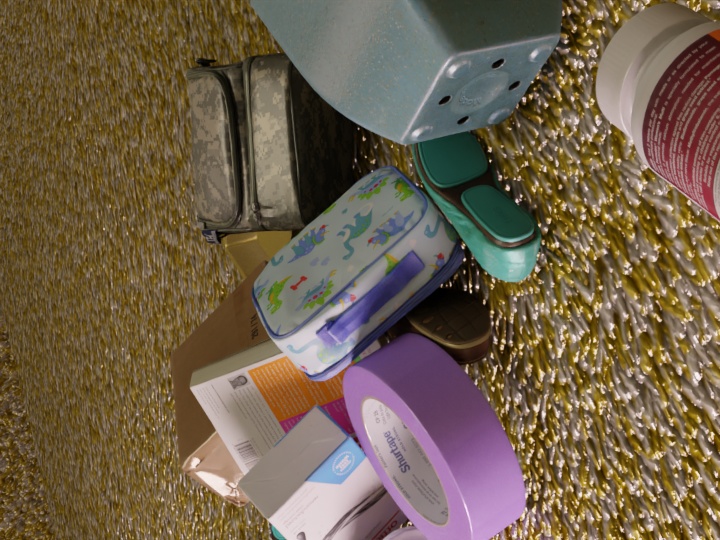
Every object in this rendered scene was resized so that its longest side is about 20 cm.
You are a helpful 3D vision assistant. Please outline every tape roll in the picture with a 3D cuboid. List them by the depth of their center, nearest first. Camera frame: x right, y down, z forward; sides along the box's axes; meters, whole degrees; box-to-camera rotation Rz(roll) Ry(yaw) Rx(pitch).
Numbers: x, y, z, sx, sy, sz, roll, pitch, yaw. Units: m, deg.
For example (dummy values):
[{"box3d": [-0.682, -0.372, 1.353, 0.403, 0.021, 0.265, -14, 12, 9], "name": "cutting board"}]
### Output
[{"box3d": [0.065, 0.160, 1.193, 0.200, 0.065, 0.201, 48, 157, 28], "name": "tape roll"}]

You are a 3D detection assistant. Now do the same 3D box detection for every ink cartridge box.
[{"box3d": [-0.025, 0.246, 1.334, 0.068, 0.116, 0.200, 37, 167, 45], "name": "ink cartridge box"}]

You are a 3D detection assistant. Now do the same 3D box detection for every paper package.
[{"box3d": [-0.118, 0.125, 1.468, 0.191, 0.103, 0.201, -44, 32, 18], "name": "paper package"}]

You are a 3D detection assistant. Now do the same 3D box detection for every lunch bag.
[{"box3d": [-0.005, 0.003, 1.226, 0.083, 0.200, 0.161, 47, -178, -26], "name": "lunch bag"}, {"box3d": [-0.107, -0.134, 1.405, 0.166, 0.139, 0.202, 0, 99, 29], "name": "lunch bag"}]

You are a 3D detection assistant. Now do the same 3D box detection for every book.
[{"box3d": [-0.057, 0.128, 1.333, 0.048, 0.199, 0.134, -93, -22, -62], "name": "book"}]

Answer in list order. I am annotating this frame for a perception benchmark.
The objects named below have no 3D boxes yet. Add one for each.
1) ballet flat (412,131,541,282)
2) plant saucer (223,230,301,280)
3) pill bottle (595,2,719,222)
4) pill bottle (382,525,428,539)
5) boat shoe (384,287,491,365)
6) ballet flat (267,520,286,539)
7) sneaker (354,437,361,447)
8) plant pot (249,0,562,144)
[{"box3d": [0.098, -0.058, 1.155, 0.201, 0.067, 0.071, -121, 21, -45], "name": "ballet flat"}, {"box3d": [-0.106, -0.067, 1.594, 0.200, 0.048, 0.201, 50, 140, 49], "name": "plant saucer"}, {"box3d": [0.237, -0.087, 0.798, 0.200, 0.109, 0.110, 51, 140, 48], "name": "pill bottle"}, {"box3d": [0.035, 0.352, 1.331, 0.113, 0.111, 0.200, 69, 151, 28], "name": "pill bottle"}, {"box3d": [0.070, 0.056, 1.239, 0.200, 0.071, 0.068, -150, 47, -63], "name": "boat shoe"}, {"box3d": [-0.090, 0.323, 1.632, 0.064, 0.075, 0.202, -123, 37, -55], "name": "ballet flat"}, {"box3d": [-0.036, 0.209, 1.501, 0.199, 0.115, 0.079, -28, 56, 29], "name": "sneaker"}, {"box3d": [0.053, -0.221, 1.071, 0.201, 0.195, 0.196, 63, 148, 21], "name": "plant pot"}]
